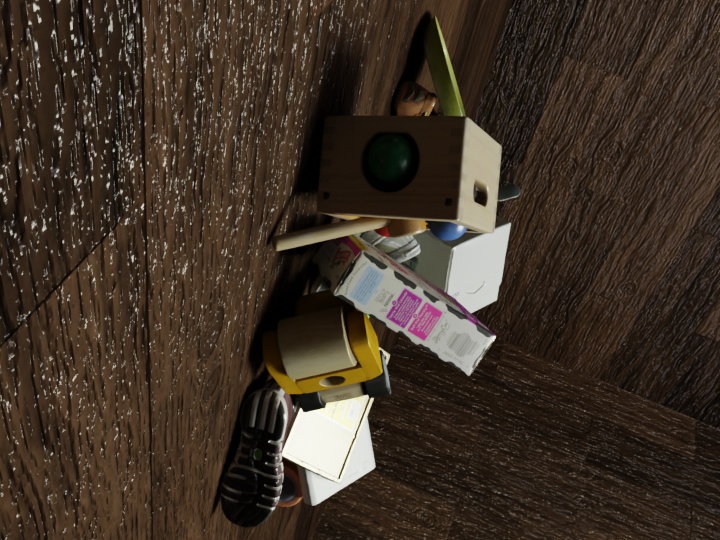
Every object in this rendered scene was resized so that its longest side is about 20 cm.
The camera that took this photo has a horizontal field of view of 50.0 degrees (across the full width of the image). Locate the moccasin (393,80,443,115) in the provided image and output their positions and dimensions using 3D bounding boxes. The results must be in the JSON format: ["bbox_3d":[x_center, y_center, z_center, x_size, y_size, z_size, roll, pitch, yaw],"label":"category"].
[{"bbox_3d":[0.094,-0.234,1.235,0.202,0.077,0.074,90,20,-70],"label":"moccasin"}]

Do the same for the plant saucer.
[{"bbox_3d":[0.132,-0.291,1.204,0.200,0.031,0.203,-15,90,-78],"label":"plant saucer"}]

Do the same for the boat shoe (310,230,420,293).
[{"bbox_3d":[0.001,-0.001,1.036,0.202,0.065,0.074,-41,175,40],"label":"boat shoe"}]

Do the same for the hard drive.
[{"bbox_3d":[-0.045,0.218,1.121,0.131,0.026,0.203,-20,106,-41],"label":"hard drive"}]

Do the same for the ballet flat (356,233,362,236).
[{"bbox_3d":[0.019,-0.101,1.115,0.068,0.062,0.202,-55,164,-60],"label":"ballet flat"}]

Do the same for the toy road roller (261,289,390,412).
[{"bbox_3d":[-0.041,0.077,0.954,0.201,0.121,0.148,66,13,-61],"label":"toy road roller"}]

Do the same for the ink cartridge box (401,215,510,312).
[{"bbox_3d":[0.113,-0.033,1.224,0.144,0.199,0.146,-22,131,-37],"label":"ink cartridge box"}]

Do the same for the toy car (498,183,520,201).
[{"bbox_3d":[0.199,-0.149,1.346,0.199,0.166,0.157,-26,176,-35],"label":"toy car"}]

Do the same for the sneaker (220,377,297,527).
[{"bbox_3d":[-0.117,0.223,0.993,0.116,0.075,0.202,-58,167,-68],"label":"sneaker"}]

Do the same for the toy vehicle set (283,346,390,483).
[{"bbox_3d":[-0.038,0.183,1.088,0.124,0.026,0.202,38,67,-38],"label":"toy vehicle set"}]

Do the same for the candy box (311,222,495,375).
[{"bbox_3d":[0.048,0.031,0.914,0.061,0.199,0.136,-56,-159,6],"label":"candy box"}]

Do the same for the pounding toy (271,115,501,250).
[{"bbox_3d":[0.034,-0.082,0.821,0.199,0.182,0.145,5,90,-67],"label":"pounding toy"}]

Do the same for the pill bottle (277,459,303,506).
[{"bbox_3d":[-0.091,0.281,1.206,0.200,0.105,0.107,-52,162,-67],"label":"pill bottle"}]
